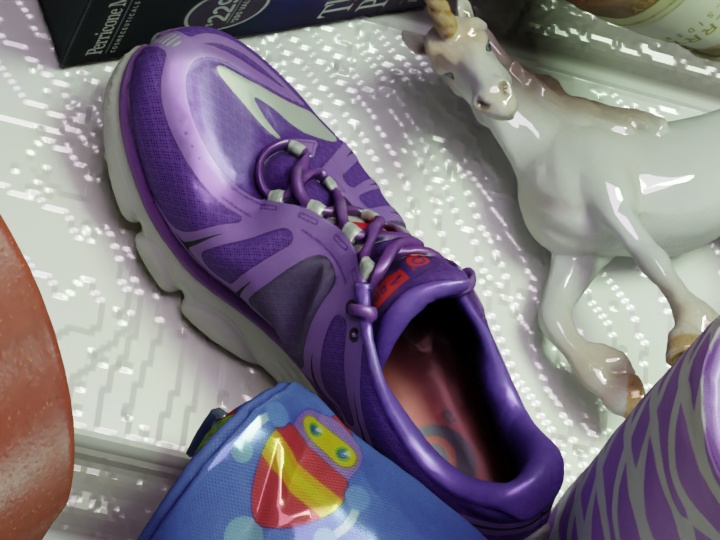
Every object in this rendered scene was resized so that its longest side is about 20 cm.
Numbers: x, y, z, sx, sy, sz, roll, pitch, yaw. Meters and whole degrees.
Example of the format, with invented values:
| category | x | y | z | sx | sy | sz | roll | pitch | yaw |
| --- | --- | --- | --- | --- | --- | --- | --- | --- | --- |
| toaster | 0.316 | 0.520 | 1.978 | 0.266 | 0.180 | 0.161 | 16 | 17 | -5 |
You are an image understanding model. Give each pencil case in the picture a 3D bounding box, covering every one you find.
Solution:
| category | x | y | z | sx | sy | sz | roll | pitch | yaw |
| --- | --- | --- | --- | --- | --- | --- | --- | --- | --- |
| pencil case | 0.019 | 0.119 | 0.782 | 0.200 | 0.087 | 0.078 | 42 | 39 | 2 |
| pencil case | 0.108 | 0.068 | 0.774 | 0.085 | 0.200 | 0.084 | 8 | 68 | -11 |

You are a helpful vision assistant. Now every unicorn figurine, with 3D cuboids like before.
| category | x | y | z | sx | sy | sz | roll | pitch | yaw |
| --- | --- | --- | --- | --- | --- | --- | --- | --- | --- |
| unicorn figurine | 0.096 | -0.025 | 0.897 | 0.199 | 0.074 | 0.138 | 3 | 53 | -35 |

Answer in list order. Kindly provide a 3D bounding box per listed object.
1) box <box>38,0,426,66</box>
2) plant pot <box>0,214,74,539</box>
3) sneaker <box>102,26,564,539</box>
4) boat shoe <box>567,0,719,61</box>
| category | x | y | z | sx | sy | sz | roll | pitch | yaw |
| --- | --- | --- | --- | --- | --- | --- | --- | --- | --- |
| box | -0.017 | -0.151 | 0.832 | 0.140 | 0.200 | 0.079 | -9 | 69 | -24 |
| plant pot | -0.190 | 0.051 | 0.683 | 0.195 | 0.201 | 0.201 | -29 | 77 | -39 |
| sneaker | 0.000 | 0.000 | 0.832 | 0.080 | 0.083 | 0.200 | -32 | 78 | -30 |
| boat shoe | 0.076 | -0.139 | 0.923 | 0.063 | 0.073 | 0.200 | 31 | 27 | -38 |
